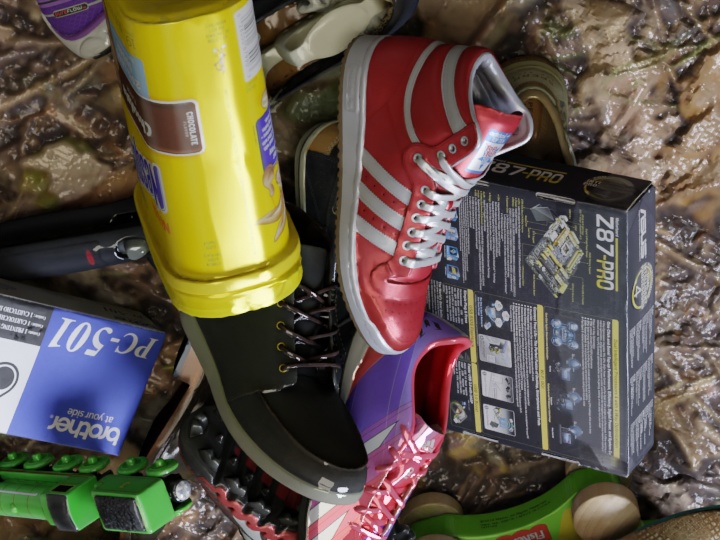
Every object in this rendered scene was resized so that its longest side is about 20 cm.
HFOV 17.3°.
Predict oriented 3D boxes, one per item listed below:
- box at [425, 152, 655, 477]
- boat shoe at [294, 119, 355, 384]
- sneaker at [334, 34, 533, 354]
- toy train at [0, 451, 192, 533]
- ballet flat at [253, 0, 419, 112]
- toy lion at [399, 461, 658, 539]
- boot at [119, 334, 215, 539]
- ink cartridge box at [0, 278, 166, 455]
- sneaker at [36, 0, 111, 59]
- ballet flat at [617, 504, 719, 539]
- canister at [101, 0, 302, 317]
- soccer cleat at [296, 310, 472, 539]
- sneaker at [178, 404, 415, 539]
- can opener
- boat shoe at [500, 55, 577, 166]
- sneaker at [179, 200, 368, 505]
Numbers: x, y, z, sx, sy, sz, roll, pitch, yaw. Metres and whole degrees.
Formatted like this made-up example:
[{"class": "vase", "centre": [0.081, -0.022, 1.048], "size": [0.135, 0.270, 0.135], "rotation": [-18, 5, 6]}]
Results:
[{"class": "box", "centre": [0.109, 0.024, 1.527], "size": [0.161, 0.049, 0.200], "rotation": [13, 124, 29]}, {"class": "boat shoe", "centre": [0.000, 0.000, 1.559], "size": [0.075, 0.062, 0.200], "rotation": [-23, 119, -38]}, {"class": "sneaker", "centre": [0.047, -0.044, 1.449], "size": [0.112, 0.071, 0.200], "rotation": [3, 102, 32]}, {"class": "toy train", "centre": [-0.192, 0.151, 1.591], "size": [0.200, 0.056, 0.042], "rotation": [-3, 113, 44]}, {"class": "ballet flat", "centre": [-0.053, -0.140, 1.502], "size": [0.200, 0.073, 0.073], "rotation": [-27, 112, 13]}, {"class": "toy lion", "centre": [0.147, 0.226, 1.680], "size": [0.200, 0.069, 0.192], "rotation": [-18, 121, 9]}, {"class": "boot", "centre": [-0.097, 0.120, 1.620], "size": [0.097, 0.075, 0.200], "rotation": [20, 112, -6]}, {"class": "ink cartridge box", "centre": [-0.233, 0.056, 1.551], "size": [0.200, 0.044, 0.094], "rotation": [14, 102, -37]}, {"class": "sneaker", "centre": [-0.130, -0.219, 1.464], "size": [0.083, 0.081, 0.200], "rotation": [45, 106, -7]}, {"class": "ballet flat", "centre": [0.176, 0.218, 1.601], "size": [0.200, 0.065, 0.071], "rotation": [-21, 130, 12]}, {"class": "canister", "centre": [-0.098, -0.095, 1.410], "size": [0.086, 0.149, 0.200], "rotation": [-14, 124, -9]}, {"class": "soccer cleat", "centre": [0.015, 0.122, 1.520], "size": [0.073, 0.068, 0.200], "rotation": [13, 86, 38]}, {"class": "sneaker", "centre": [-0.057, 0.163, 1.591], "size": [0.200, 0.071, 0.098], "rotation": [39, 145, -26]}, {"class": "can opener", "centre": [-0.171, -0.020, 1.561], "size": [0.200, 0.063, 0.079], "rotation": [-9, 115, 4]}, {"class": "boat shoe", "centre": [0.113, -0.038, 1.551], "size": [0.073, 0.063, 0.200], "rotation": [-9, 115, 4]}, {"class": "sneaker", "centre": [-0.041, 0.048, 1.482], "size": [0.075, 0.200, 0.106], "rotation": [6, 127, -43]}]
